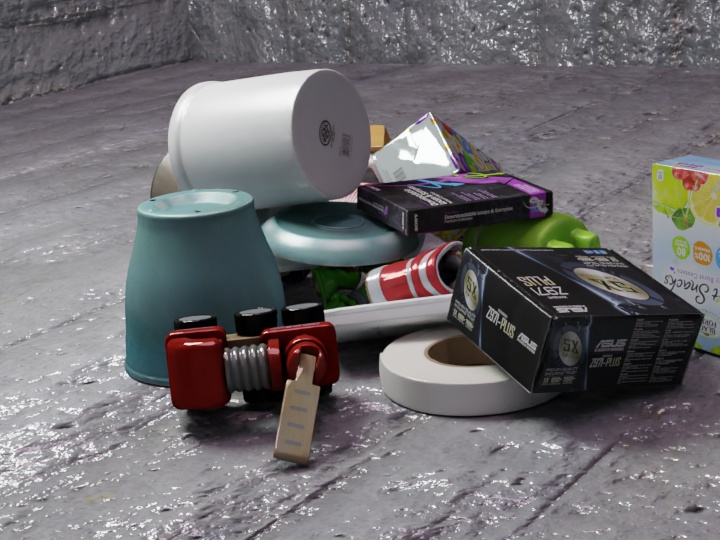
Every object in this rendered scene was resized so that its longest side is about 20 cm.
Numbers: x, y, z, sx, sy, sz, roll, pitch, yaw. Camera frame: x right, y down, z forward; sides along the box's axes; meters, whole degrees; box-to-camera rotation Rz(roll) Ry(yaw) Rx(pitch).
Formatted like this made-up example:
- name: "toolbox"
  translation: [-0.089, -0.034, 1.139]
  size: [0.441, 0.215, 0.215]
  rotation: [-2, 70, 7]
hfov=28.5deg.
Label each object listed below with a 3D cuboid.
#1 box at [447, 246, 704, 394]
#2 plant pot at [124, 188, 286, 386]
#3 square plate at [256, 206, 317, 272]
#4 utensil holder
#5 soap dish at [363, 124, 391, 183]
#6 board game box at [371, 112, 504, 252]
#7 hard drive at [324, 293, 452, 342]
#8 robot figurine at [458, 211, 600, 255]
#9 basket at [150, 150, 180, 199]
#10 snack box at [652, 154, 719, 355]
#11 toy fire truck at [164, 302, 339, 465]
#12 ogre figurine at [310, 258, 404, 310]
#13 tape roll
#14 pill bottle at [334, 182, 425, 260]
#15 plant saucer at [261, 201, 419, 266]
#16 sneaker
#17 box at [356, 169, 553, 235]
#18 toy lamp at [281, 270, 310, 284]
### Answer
- name: "box"
  translation: [0.217, 0.047, 1.452]
  size: [0.199, 0.087, 0.164]
  rotation: [0, 25, -30]
- name: "plant pot"
  translation: [-0.182, 0.010, 1.627]
  size: [0.198, 0.189, 0.200]
  rotation: [-4, 16, 1]
- name: "square plate"
  translation: [-0.142, -0.062, 1.842]
  size: [0.196, 0.029, 0.201]
  rotation: [-5, 37, 9]
- name: "utensil holder"
  translation: [-0.111, -0.160, 1.756]
  size: [0.199, 0.171, 0.170]
  rotation: [-3, 13, 38]
- name: "soap dish"
  translation: [-0.007, -0.135, 2.098]
  size: [0.156, 0.200, 0.082]
  rotation: [1, 57, 22]
- name: "board game box"
  translation: [0.123, -0.111, 1.913]
  size: [0.103, 0.105, 0.200]
  rotation: [-36, -32, 18]
- name: "hard drive"
  translation: [0.058, 0.053, 1.604]
  size: [0.198, 0.026, 0.132]
  rotation: [-7, -10, 3]
- name: "robot figurine"
  translation: [0.208, -0.019, 1.762]
  size: [0.175, 0.117, 0.199]
  rotation: [-26, 25, -34]
- name: "basket"
  translation: [-0.181, -0.072, 1.999]
  size: [0.199, 0.181, 0.136]
  rotation: [22, 47, 41]
- name: "snack box"
  translation: [0.395, -0.013, 1.530]
  size: [0.067, 0.202, 0.168]
  rotation: [-14, 17, -31]
- name: "toy fire truck"
  translation: [-0.105, 0.113, 1.412]
  size: [0.175, 0.130, 0.200]
  rotation: [-6, 6, -4]
- name: "ogre figurine"
  translation: [0.000, 0.000, 1.790]
  size: [0.119, 0.099, 0.200]
  rotation: [-16, 7, -4]
- name: "tape roll"
  translation: [0.121, 0.101, 1.505]
  size: [0.201, 0.037, 0.203]
  rotation: [-3, 16, 1]
- name: "pill bottle"
  translation: [-0.016, -0.069, 2.003]
  size: [0.199, 0.114, 0.113]
  rotation: [7, 19, 35]
- name: "plant saucer"
  translation: [-0.027, -0.049, 1.717]
  size: [0.198, 0.028, 0.200]
  rotation: [1, 19, 0]
- name: "sneaker"
  translation: [0.101, 0.010, 1.679]
  size: [0.112, 0.072, 0.200]
  rotation: [-17, -6, 30]
- name: "box"
  translation: [0.113, -0.085, 1.722]
  size: [0.199, 0.036, 0.143]
  rotation: [-10, 19, -23]
- name: "toy lamp"
  translation: [-0.124, 0.007, 1.869]
  size: [0.058, 0.059, 0.200]
  rotation: [5, 18, 30]
